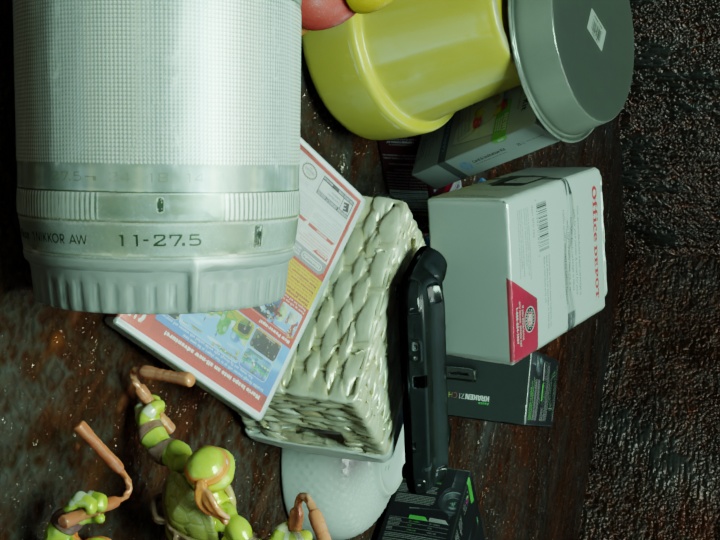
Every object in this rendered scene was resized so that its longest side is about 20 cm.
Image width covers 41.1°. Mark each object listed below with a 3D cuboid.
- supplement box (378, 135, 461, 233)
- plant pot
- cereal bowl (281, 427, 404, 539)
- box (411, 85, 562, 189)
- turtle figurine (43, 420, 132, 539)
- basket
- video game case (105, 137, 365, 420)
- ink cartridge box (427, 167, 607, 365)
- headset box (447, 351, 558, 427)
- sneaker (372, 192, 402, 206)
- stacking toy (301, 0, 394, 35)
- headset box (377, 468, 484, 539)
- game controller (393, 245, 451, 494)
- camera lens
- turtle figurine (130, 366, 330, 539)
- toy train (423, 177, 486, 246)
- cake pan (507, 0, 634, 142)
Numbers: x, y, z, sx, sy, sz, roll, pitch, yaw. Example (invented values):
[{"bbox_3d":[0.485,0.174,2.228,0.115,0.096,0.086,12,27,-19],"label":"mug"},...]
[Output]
[{"bbox_3d":[0.068,-0.156,1.129,0.109,0.060,0.201,-60,147,-46],"label":"supplement box"},{"bbox_3d":[0.076,-0.233,0.900,0.200,0.188,0.202,4,84,-50],"label":"plant pot"},{"bbox_3d":[-0.002,0.175,0.974,0.200,0.083,0.202,4,90,-69],"label":"cereal bowl"},{"bbox_3d":[0.140,-0.181,0.988,0.041,0.200,0.157,25,69,-27],"label":"box"},{"bbox_3d":[-0.173,0.203,0.562,0.162,0.064,0.201,-84,173,-61],"label":"turtle figurine"},{"bbox_3d":[-0.025,0.042,0.811,0.124,0.135,0.201,65,35,-57],"label":"basket"},{"bbox_3d":[-0.083,-0.012,0.706,0.143,0.017,0.201,41,63,-34],"label":"video game case"},{"bbox_3d":[0.153,-0.013,0.902,0.199,0.083,0.146,-20,109,-51],"label":"ink cartridge box"},{"bbox_3d":[0.148,0.144,1.227,0.200,0.173,0.094,22,73,-66],"label":"headset box"},{"bbox_3d":[0.000,0.000,0.935,0.201,0.075,0.088,-77,-176,-47],"label":"sneaker"},{"bbox_3d":[-0.009,-0.243,0.731,0.146,0.199,0.147,2,90,-69],"label":"stacking toy"},{"bbox_3d":[0.086,0.363,1.189,0.201,0.092,0.175,-66,151,-43],"label":"headset box"},{"bbox_3d":[0.053,0.083,0.803,0.104,0.042,0.201,-73,162,-67],"label":"game controller"},{"bbox_3d":[-0.113,-0.085,0.547,0.160,0.159,0.202,-16,108,-67],"label":"camera lens"},{"bbox_3d":[-0.097,0.168,0.638,0.064,0.200,0.162,-37,152,-35],"label":"turtle figurine"},{"bbox_3d":[0.106,-0.013,1.095,0.200,0.086,0.114,-53,180,8],"label":"toy train"},{"bbox_3d":[0.198,-0.219,0.872,0.200,0.037,0.202,3,86,-51],"label":"cake pan"}]
